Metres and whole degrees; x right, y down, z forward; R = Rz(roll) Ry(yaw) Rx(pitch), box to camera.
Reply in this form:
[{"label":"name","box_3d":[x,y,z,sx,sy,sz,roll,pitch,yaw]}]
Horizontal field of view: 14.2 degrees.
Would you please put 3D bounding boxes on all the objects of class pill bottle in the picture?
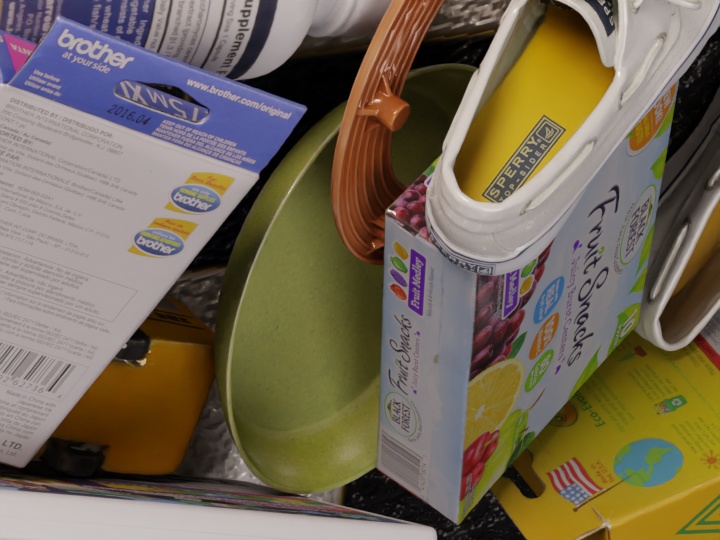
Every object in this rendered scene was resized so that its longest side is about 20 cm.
[{"label":"pill bottle","box_3d":[-0.082,-0.125,1.086,0.199,0.111,0.111,-6,126,-28]}]

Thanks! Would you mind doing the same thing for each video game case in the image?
[{"label":"video game case","box_3d":[-0.097,0.099,1.196,0.199,0.182,0.023,8,89,-28]}]

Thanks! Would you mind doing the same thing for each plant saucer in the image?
[{"label":"plant saucer","box_3d":[0.000,0.000,1.243,0.200,0.031,0.201,-34,138,-38]}]

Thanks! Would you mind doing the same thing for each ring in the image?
[{"label":"ring","box_3d":[0.055,-0.089,1.177,0.200,0.019,0.201,-46,155,-28]}]

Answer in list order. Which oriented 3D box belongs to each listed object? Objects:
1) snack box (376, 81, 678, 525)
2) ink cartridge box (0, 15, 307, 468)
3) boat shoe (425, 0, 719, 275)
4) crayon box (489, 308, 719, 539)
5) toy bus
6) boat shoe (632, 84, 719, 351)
[{"label":"snack box","box_3d":[0.069,0.000,1.231,0.142,0.053,0.200,-47,158,-27]},{"label":"ink cartridge box","box_3d":[-0.123,-0.015,1.060,0.119,0.042,0.200,18,126,-38]},{"label":"boat shoe","box_3d":[0.087,-0.097,1.100,0.202,0.074,0.086,-54,168,-16]},{"label":"crayon box","box_3d":[0.146,0.073,1.358,0.199,0.127,0.051,-22,131,-13]},{"label":"toy bus","box_3d":[-0.154,0.034,1.182,0.200,0.078,0.065,12,107,-36]},{"label":"boat shoe","box_3d":[0.188,-0.048,1.330,0.071,0.070,0.200,30,105,-41]}]
